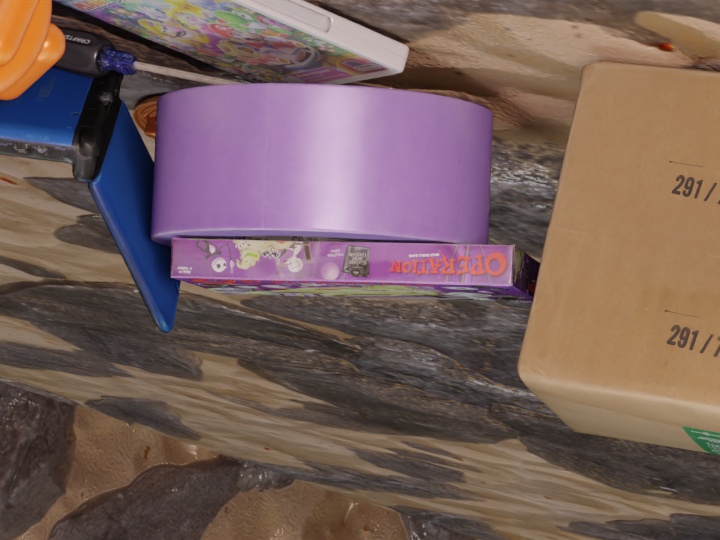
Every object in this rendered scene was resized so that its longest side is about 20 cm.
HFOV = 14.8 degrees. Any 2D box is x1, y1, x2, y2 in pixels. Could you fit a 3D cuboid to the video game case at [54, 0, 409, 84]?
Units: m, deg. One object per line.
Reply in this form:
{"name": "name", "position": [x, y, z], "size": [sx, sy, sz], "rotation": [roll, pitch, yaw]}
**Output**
{"name": "video game case", "position": [-0.091, -0.146, 1.551], "size": [0.200, 0.018, 0.143], "rotation": [21, 168, -28]}

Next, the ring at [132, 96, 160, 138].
{"name": "ring", "position": [-0.058, -0.075, 1.861], "size": [0.200, 0.019, 0.200], "rotation": [15, 169, 3]}

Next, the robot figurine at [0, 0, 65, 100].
{"name": "robot figurine", "position": [-0.244, -0.142, 1.515], "size": [0.144, 0.117, 0.200], "rotation": [-16, -173, -33]}

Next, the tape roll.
{"name": "tape roll", "position": [-0.023, -0.055, 1.626], "size": [0.199, 0.085, 0.200], "rotation": [3, 176, 0]}

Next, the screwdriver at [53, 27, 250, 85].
{"name": "screwdriver", "position": [-0.124, -0.120, 1.656], "size": [0.200, 0.028, 0.029], "rotation": [16, -155, 35]}

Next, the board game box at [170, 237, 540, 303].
{"name": "board game box", "position": [0.000, 0.000, 1.618], "size": [0.199, 0.032, 0.120], "rotation": [2, 171, 12]}

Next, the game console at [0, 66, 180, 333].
{"name": "game console", "position": [-0.188, -0.053, 1.674], "size": [0.170, 0.119, 0.200], "rotation": [7, -163, -3]}

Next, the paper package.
{"name": "paper package", "position": [0.200, -0.001, 1.434], "size": [0.200, 0.191, 0.103], "rotation": [7, 167, 28]}
